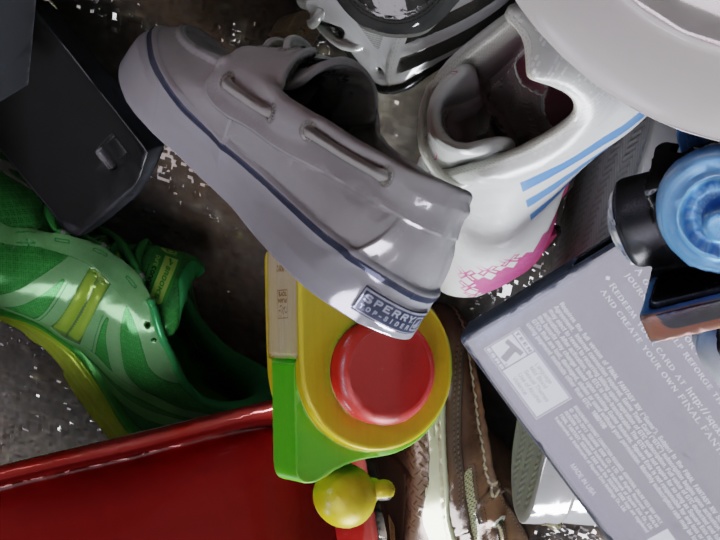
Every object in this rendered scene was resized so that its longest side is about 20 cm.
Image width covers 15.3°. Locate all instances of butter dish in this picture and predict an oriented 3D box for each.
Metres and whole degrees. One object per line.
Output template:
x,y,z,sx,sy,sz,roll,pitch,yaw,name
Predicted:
-0.081,0.161,1.133,0.199,0.148,0.200,-13,150,-2,butter dish

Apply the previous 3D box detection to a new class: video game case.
0.155,0.031,0.970,0.200,0.019,0.143,-33,100,25,video game case

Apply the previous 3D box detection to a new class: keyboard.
-0.141,-0.115,1.054,0.200,0.040,0.104,51,138,-4,keyboard

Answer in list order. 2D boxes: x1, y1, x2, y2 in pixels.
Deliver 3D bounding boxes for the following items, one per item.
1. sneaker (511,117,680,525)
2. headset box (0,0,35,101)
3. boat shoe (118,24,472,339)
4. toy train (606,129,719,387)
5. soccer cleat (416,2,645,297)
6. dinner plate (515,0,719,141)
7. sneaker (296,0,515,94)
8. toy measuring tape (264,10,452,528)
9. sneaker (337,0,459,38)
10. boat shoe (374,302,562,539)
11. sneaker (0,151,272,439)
0.134,0.016,1.043,0.115,0.074,0.201,7,123,-9,sneaker
-0.236,-0.107,0.972,0.200,0.174,0.093,37,139,22,headset box
-0.020,-0.049,0.966,0.073,0.200,0.066,21,106,-43,boat shoe
0.184,-0.015,0.886,0.199,0.087,0.115,-15,113,22,toy train
0.046,-0.049,0.982,0.070,0.086,0.200,64,147,18,soccer cleat
0.122,-0.130,0.784,0.199,0.024,0.201,6,111,16,dinner plate
-0.032,-0.114,0.986,0.199,0.076,0.116,3,128,18,sneaker
0.000,0.000,1.050,0.073,0.073,0.201,-1,90,24,toy measuring tape
0.008,-0.172,0.868,0.075,0.079,0.201,3,106,7,sneaker
0.048,0.097,1.153,0.074,0.075,0.203,-10,125,-11,boat shoe
-0.110,0.002,1.131,0.083,0.074,0.200,-28,122,30,sneaker
